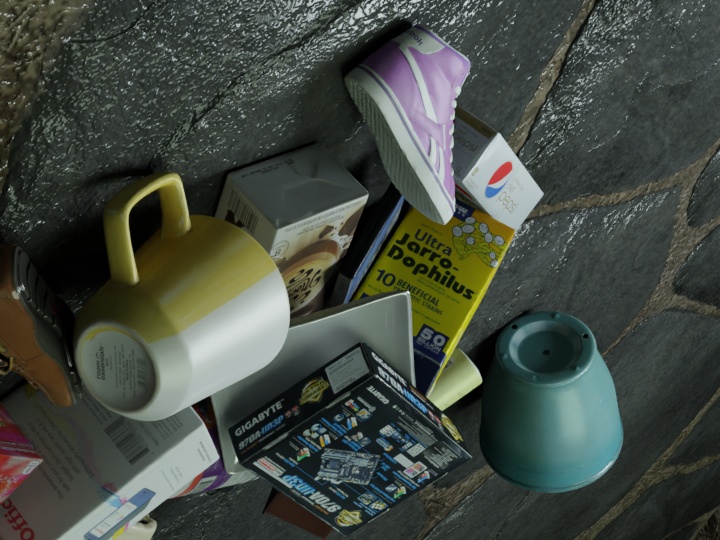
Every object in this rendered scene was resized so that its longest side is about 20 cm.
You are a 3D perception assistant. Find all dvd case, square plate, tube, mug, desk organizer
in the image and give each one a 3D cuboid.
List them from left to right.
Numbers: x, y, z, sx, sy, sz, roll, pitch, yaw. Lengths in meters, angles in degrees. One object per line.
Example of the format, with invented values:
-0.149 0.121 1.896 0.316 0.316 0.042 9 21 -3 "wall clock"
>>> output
-0.171 0.035 1.308 0.149 0.187 0.153 -37 -178 36 "mug"
-0.046 0.103 1.494 0.199 0.028 0.198 -15 139 -8 "square plate"
-0.033 0.209 1.676 0.200 0.077 0.072 123 -9 -55 "desk organizer"
0.000 0.000 1.577 0.143 0.018 0.200 -61 174 -31 "dvd case"
0.048 0.168 1.816 0.200 0.052 0.058 -36 140 -7 "tube"

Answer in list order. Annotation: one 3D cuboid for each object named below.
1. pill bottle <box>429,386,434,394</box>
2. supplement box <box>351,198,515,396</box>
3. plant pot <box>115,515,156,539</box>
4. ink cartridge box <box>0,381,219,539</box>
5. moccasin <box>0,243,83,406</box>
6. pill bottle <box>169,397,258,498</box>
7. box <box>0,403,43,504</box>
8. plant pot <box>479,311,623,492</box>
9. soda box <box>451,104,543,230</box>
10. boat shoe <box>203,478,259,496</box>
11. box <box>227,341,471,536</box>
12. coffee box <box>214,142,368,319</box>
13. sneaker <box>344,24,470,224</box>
-0.009 0.132 1.722 0.112 0.112 0.200 -23 168 -37 "pill bottle"
0.061 0.029 1.609 0.200 0.109 0.110 -58 174 -38 "supplement box"
-0.299 0.282 1.506 0.184 0.200 0.200 -57 154 3 "plant pot"
-0.251 0.164 1.408 0.200 0.145 0.088 -38 156 -13 "ink cartridge box"
-0.278 0.053 1.278 0.077 0.074 0.201 -11 152 6 "moccasin"
-0.148 0.165 1.606 0.200 0.111 0.112 -3 134 -55 "pill bottle"
-0.365 0.146 1.267 0.100 0.096 0.200 -46 155 9 "box"
0.252 0.164 2.132 0.200 0.200 0.188 -33 138 -21 "plant pot"
0.125 -0.102 1.630 0.064 0.068 0.200 -53 155 0 "soda box"
-0.157 0.207 1.721 0.200 0.062 0.075 -2 135 -53 "boat shoe"
-0.006 0.168 1.523 0.159 0.046 0.200 -34 138 13 "box"
-0.082 -0.009 1.463 0.113 0.080 0.200 -23 149 -37 "coffee box"
0.071 -0.136 1.451 0.114 0.073 0.201 -42 137 -16 "sneaker"
